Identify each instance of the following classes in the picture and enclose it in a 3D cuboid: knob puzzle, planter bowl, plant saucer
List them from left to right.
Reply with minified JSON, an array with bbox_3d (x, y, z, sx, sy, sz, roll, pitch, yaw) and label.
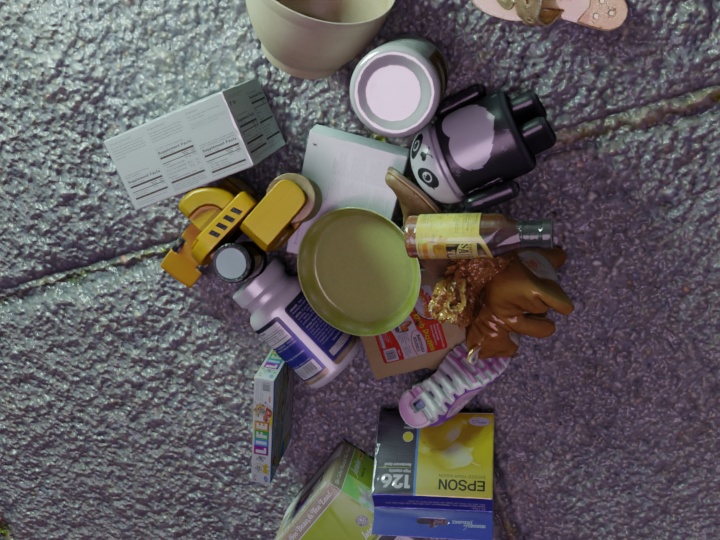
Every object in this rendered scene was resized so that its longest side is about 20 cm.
[{"bbox_3d":[-0.066,-0.347,1.122,0.200,0.200,0.135,26,141,0],"label":"planter bowl"},{"bbox_3d":[0.000,0.000,1.252,0.200,0.031,0.200,7,108,20],"label":"plant saucer"},{"bbox_3d":[0.095,0.074,1.332,0.219,0.030,0.220,-1,119,-1],"label":"knob puzzle"}]

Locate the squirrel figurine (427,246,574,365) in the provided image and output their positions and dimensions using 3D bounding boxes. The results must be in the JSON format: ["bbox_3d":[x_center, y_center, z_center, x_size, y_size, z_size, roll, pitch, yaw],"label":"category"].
[{"bbox_3d":[0.192,0.047,1.240,0.200,0.142,0.187,20,128,-17],"label":"squirrel figurine"}]

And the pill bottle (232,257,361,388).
[{"bbox_3d":[-0.103,0.082,1.332,0.116,0.116,0.200,-38,100,23],"label":"pill bottle"}]

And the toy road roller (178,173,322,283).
[{"bbox_3d":[-0.166,-0.084,1.199,0.146,0.123,0.200,45,96,1],"label":"toy road roller"}]

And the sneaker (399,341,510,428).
[{"bbox_3d":[0.158,0.187,1.350,0.200,0.088,0.081,-37,57,4],"label":"sneaker"}]

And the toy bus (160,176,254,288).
[{"bbox_3d":[-0.237,-0.063,1.318,0.065,0.078,0.200,38,114,-7],"label":"toy bus"}]

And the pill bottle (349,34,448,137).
[{"bbox_3d":[0.059,-0.254,1.114,0.114,0.200,0.115,4,113,10],"label":"pill bottle"}]

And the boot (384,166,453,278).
[{"bbox_3d":[0.086,-0.065,1.219,0.075,0.074,0.200,-40,119,2],"label":"boot"}]

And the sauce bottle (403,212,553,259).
[{"bbox_3d":[0.162,-0.048,1.141,0.200,0.066,0.066,-1,112,19],"label":"sauce bottle"}]

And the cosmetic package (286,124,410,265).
[{"bbox_3d":[-0.020,-0.106,1.273,0.150,0.052,0.200,15,114,3],"label":"cosmetic package"}]

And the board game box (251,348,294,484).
[{"bbox_3d":[-0.145,0.234,1.393,0.034,0.134,0.200,8,113,8],"label":"board game box"}]

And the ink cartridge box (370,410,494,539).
[{"bbox_3d":[0.119,0.329,1.355,0.197,0.200,0.047,-1,147,11],"label":"ink cartridge box"}]

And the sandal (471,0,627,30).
[{"bbox_3d":[0.250,-0.360,1.103,0.211,0.070,0.078,13,114,6],"label":"sandal"}]

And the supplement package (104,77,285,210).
[{"bbox_3d":[-0.238,-0.188,1.224,0.200,0.156,0.111,-17,105,18],"label":"supplement package"}]

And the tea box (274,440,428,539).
[{"bbox_3d":[-0.016,0.446,1.455,0.197,0.134,0.200,35,114,-5],"label":"tea box"}]

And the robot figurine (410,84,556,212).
[{"bbox_3d":[0.167,-0.174,1.166,0.200,0.150,0.125,-23,119,19],"label":"robot figurine"}]
